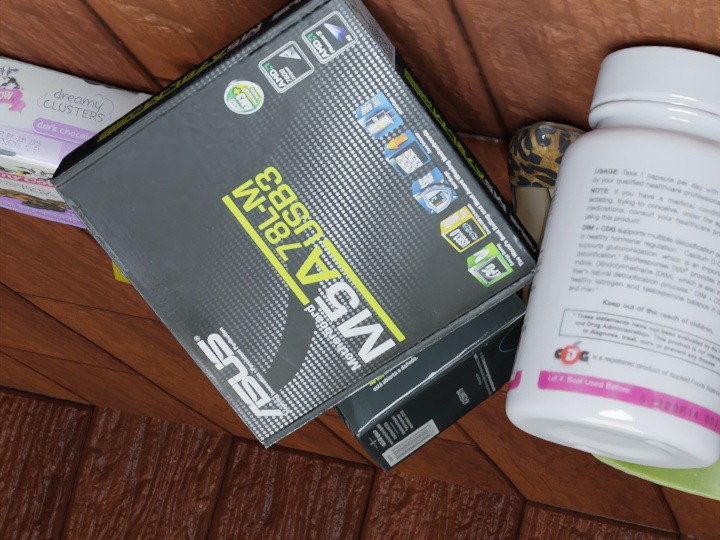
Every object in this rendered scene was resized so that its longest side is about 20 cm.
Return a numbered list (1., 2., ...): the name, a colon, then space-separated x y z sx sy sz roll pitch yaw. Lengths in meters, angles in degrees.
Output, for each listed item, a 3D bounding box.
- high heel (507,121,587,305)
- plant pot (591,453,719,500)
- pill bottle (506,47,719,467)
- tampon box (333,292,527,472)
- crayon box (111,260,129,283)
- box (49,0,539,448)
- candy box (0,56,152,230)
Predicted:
1. high heel: 0.121 -0.008 1.294 0.071 0.143 0.200 10 168 16
2. plant pot: 0.256 0.039 1.239 0.199 0.191 0.200 14 169 3
3. pill bottle: 0.152 -0.007 1.079 0.113 0.201 0.113 13 169 3
4. tampon box: 0.000 0.000 1.280 0.200 0.126 0.150 53 178 16
5. crayon box: -0.127 -0.014 1.779 0.172 0.058 0.200 16 168 -2
6. box: -0.034 -0.030 1.129 0.200 0.193 0.048 53 -166 -18
7. candy box: -0.238 -0.092 1.499 0.167 0.072 0.200 15 169 -4
